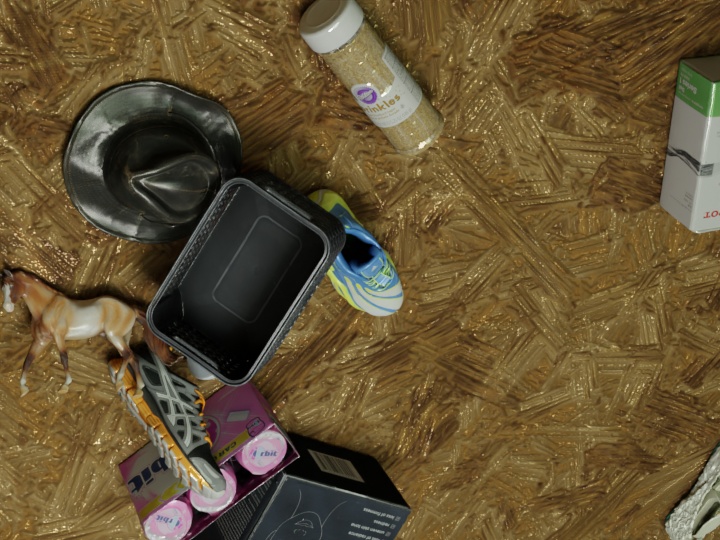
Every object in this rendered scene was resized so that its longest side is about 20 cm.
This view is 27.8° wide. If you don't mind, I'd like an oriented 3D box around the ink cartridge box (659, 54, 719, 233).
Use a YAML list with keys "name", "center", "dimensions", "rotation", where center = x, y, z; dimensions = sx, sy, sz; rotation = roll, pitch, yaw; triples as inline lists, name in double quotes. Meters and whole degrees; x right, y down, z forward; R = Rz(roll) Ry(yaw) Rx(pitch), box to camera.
- name: "ink cartridge box"
  center: [0.462, -0.161, 1.806]
  dimensions: [0.145, 0.084, 0.201]
  rotation: [-8, 121, -20]

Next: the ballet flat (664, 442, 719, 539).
- name: "ballet flat"
  center: [0.524, 0.324, 2.121]
  dimensions: [0.072, 0.072, 0.201]
  rotation: [25, 104, -33]

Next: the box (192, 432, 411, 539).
- name: "box"
  center: [-0.079, 0.321, 1.802]
  dimensions: [0.199, 0.124, 0.197]
  rotation: [21, 106, -33]

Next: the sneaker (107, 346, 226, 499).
- name: "sneaker"
  center: [-0.204, 0.166, 1.631]
  dimensions: [0.077, 0.200, 0.078]
  rotation: [-31, 166, -20]

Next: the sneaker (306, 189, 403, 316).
- name: "sneaker"
  center: [0.000, 0.000, 1.669]
  dimensions: [0.076, 0.105, 0.200]
  rotation: [-40, 126, 1]

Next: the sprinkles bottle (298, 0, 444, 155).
- name: "sprinkles bottle"
  center: [0.015, -0.212, 1.580]
  dimensions: [0.068, 0.068, 0.200]
  rotation: [-41, 126, 2]

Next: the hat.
- name: "hat"
  center: [-0.209, -0.098, 1.532]
  dimensions: [0.199, 0.081, 0.202]
  rotation: [-11, 122, -18]

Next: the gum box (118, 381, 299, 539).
- name: "gum box"
  center: [-0.184, 0.227, 1.707]
  dimensions: [0.200, 0.114, 0.066]
  rotation: [-37, 126, -2]

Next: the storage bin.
- name: "storage bin"
  center: [-0.122, 0.006, 1.568]
  dimensions: [0.135, 0.094, 0.201]
  rotation: [34, 103, 4]

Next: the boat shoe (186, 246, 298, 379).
- name: "boat shoe"
  center: [-0.122, 0.048, 1.669]
  dimensions: [0.066, 0.070, 0.200]
  rotation: [13, 117, -54]

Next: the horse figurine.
- name: "horse figurine"
  center: [-0.296, 0.071, 1.583]
  dimensions: [0.199, 0.133, 0.050]
  rotation: [3, 160, -26]
